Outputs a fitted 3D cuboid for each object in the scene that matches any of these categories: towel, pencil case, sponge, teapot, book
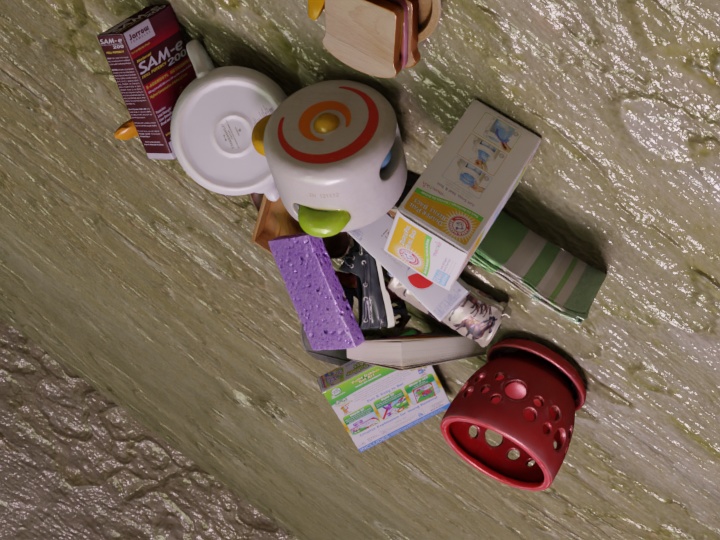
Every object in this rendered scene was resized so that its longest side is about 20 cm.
[{"bbox_3d":[0.228,-0.015,1.457,0.199,0.153,0.023,32,124,8],"label":"towel"},{"bbox_3d":[0.138,0.039,1.706,0.199,0.078,0.090,31,141,9],"label":"pencil case"},{"bbox_3d":[-0.072,0.034,1.761,0.111,0.030,0.201,-8,108,50],"label":"sponge"},{"bbox_3d":[-0.186,-0.213,1.605,0.196,0.201,0.146,17,-166,-9],"label":"teapot"},{"bbox_3d":[0.093,0.125,1.805,0.133,0.199,0.048,2,94,48],"label":"book"}]

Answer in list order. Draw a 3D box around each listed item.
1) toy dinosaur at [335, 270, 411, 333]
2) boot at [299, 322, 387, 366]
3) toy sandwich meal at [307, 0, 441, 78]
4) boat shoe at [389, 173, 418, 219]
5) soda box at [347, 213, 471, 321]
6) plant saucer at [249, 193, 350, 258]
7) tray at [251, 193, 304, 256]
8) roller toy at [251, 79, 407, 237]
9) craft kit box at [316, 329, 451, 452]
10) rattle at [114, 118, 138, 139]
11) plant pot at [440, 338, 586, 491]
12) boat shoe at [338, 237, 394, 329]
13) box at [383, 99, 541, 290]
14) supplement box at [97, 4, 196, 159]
[{"bbox_3d":[0.007,0.019,1.826,0.200,0.105,0.181,-37,114,27],"label":"toy dinosaur"},{"bbox_3d":[-0.017,0.180,2.110,0.199,0.073,0.183,3,119,37],"label":"boot"},{"bbox_3d":[0.005,-0.323,1.285,0.204,0.070,0.206,27,152,16],"label":"toy sandwich meal"},{"bbox_3d":[0.116,-0.073,1.569,0.199,0.076,0.074,33,160,24],"label":"boat shoe"},{"bbox_3d":[0.073,-0.016,1.641,0.200,0.064,0.068,45,-171,5],"label":"soda box"},{"bbox_3d":[-0.094,-0.100,1.796,0.200,0.037,0.201,28,153,16],"label":"plant saucer"},{"bbox_3d":[-0.118,-0.076,1.787,0.098,0.037,0.200,34,154,3],"label":"tray"},{"bbox_3d":[-0.035,-0.160,1.471,0.200,0.182,0.140,55,169,36],"label":"roller toy"},{"bbox_3d":[0.047,0.224,1.999,0.198,0.199,0.049,63,-179,-45],"label":"craft kit box"},{"bbox_3d":[-0.276,-0.191,1.756,0.130,0.143,0.201,-11,124,29],"label":"rattle"},{"bbox_3d":[0.255,0.227,1.758,0.200,0.183,0.201,27,151,16],"label":"plant pot"},{"bbox_3d":[0.000,0.000,1.724,0.075,0.066,0.201,-130,25,-77],"label":"boat shoe"},{"bbox_3d":[0.127,-0.094,1.369,0.101,0.200,0.113,32,153,7],"label":"box"},{"bbox_3d":[-0.298,-0.278,1.616,0.061,0.109,0.201,5,127,39],"label":"supplement box"}]
